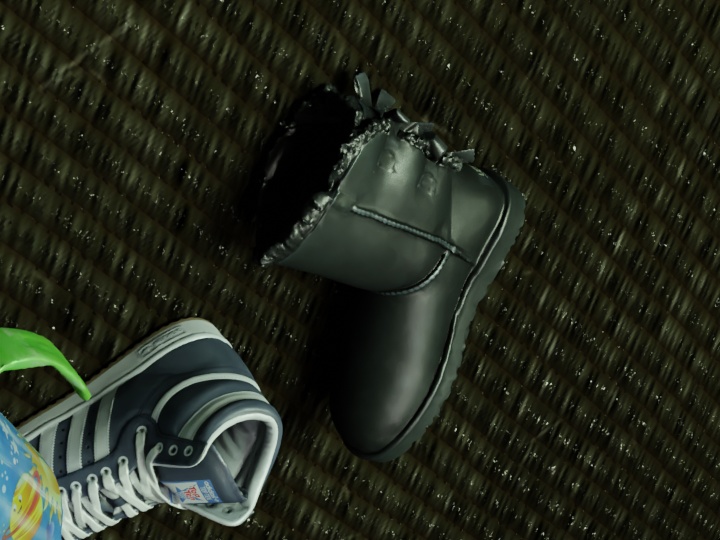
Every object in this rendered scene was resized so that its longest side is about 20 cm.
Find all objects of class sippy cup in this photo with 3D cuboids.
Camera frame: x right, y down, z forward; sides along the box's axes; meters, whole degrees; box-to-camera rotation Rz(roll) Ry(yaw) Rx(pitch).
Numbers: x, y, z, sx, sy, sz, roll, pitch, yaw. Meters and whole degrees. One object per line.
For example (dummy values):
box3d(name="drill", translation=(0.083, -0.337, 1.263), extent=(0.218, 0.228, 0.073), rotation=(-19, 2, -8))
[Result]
box3d(name="sippy cup", translation=(-0.219, 0.115, 1.086), extent=(0.176, 0.141, 0.130), rotation=(-13, 152, 19))

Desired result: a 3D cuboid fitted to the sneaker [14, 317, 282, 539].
box3d(name="sneaker", translation=(-0.132, 0.118, 1.162), extent=(0.200, 0.108, 0.070), rotation=(-40, 135, -10))

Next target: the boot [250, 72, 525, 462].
box3d(name="boot", translation=(0.000, 0.001, 1.215), extent=(0.162, 0.073, 0.200), rotation=(23, 95, -47))
